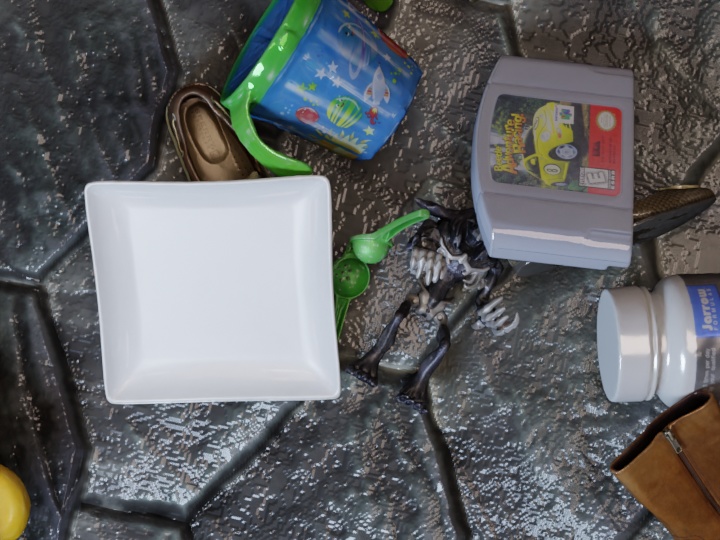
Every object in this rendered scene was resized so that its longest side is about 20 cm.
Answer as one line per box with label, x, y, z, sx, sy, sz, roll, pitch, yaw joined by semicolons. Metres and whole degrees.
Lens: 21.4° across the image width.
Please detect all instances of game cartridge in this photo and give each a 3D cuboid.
game cartridge;0.158;-0.093;1.566;0.133;0.041;0.200;4;54;2

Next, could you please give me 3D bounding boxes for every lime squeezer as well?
lime squeezer;0.000;0.000;1.575;0.038;0.071;0.200;24;126;-12

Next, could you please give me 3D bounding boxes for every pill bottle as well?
pill bottle;0.303;0.058;1.586;0.199;0.114;0.114;-3;89;-5

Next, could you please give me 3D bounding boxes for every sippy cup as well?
sippy cup;-0.026;-0.160;1.565;0.130;0.140;0.178;32;96;-13

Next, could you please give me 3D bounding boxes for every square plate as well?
square plate;-0.118;0.015;1.561;0.197;0.028;0.201;-1;113;3

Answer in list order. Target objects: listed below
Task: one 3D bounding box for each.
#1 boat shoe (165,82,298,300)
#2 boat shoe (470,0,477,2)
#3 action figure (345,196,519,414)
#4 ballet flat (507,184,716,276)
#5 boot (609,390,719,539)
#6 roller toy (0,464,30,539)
boat shoe;-0.103;-0.061;1.578;0.075;0.075;0.203;-32;91;-4
boat shoe;0.121;-0.323;1.609;0.066;0.072;0.201;28;84;6
action figure;0.074;0.018;1.576;0.119;0.102;0.200;30;87;-18
ballet flat;0.207;-0.044;1.592;0.200;0.067;0.046;-17;71;-19
boot;0.262;0.224;1.556;0.188;0.068;0.200;-41;122;-5
roller toy;-0.379;0.213;1.517;0.200;0.140;0.183;23;87;-4
